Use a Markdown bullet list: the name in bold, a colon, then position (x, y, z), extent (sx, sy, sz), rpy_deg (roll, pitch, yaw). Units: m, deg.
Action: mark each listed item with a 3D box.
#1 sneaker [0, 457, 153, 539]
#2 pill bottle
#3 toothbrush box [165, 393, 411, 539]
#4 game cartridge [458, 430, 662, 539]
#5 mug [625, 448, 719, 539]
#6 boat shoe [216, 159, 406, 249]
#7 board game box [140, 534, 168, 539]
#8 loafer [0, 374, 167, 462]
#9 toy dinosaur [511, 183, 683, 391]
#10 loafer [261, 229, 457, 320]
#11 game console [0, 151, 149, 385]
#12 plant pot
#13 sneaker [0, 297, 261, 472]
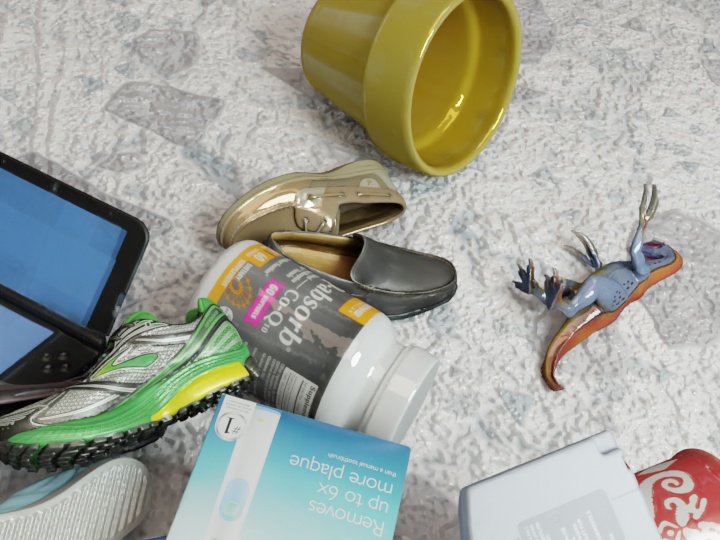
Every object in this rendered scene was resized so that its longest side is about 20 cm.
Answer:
- **sneaker**: position (-0.242, 0.195, 0.619), extent (0.199, 0.081, 0.075), rpy_deg (-17, 88, -49)
- **pill bottle**: position (-0.041, 0.067, 0.745), extent (0.199, 0.117, 0.117), rpy_deg (28, 52, 13)
- **toothbrush box**: position (-0.059, 0.204, 0.596), extent (0.145, 0.086, 0.201), rpy_deg (16, 51, 3)
- **game cartridge**: position (0.143, 0.220, 0.570), extent (0.132, 0.041, 0.202), rpy_deg (-17, 75, -15)
- **mug**: position (0.178, 0.226, 0.675), extent (0.198, 0.177, 0.135), rpy_deg (-14, 92, -15)
- **boat shoe**: position (-0.045, -0.055, 0.872), extent (0.198, 0.072, 0.065), rpy_deg (-22, 57, -26)
- **board game box**: position (-0.085, 0.278, 0.615), extent (0.150, 0.045, 0.201), rpy_deg (-6, 52, -15)
- **loafer**: position (-0.234, 0.117, 0.665), extent (0.198, 0.073, 0.063), rpy_deg (9, 4, -34)
- **toy dinosaur**: position (0.247, 0.017, 0.887), extent (0.179, 0.105, 0.203), rpy_deg (4, 87, -22)
- **loafer**: position (0.000, 0.000, 0.834), extent (0.197, 0.073, 0.073), rpy_deg (-1, 50, -11)
- **game console**: position (-0.309, 0.005, 0.742), extent (0.198, 0.119, 0.171), rpy_deg (24, 34, 11)
- **plant pot**: position (0.044, -0.228, 0.960), extent (0.188, 0.202, 0.200), rpy_deg (29, 51, 34)
- **sneaker**: position (-0.174, 0.083, 0.645), extent (0.199, 0.078, 0.086), rpy_deg (-22, 79, -38)
